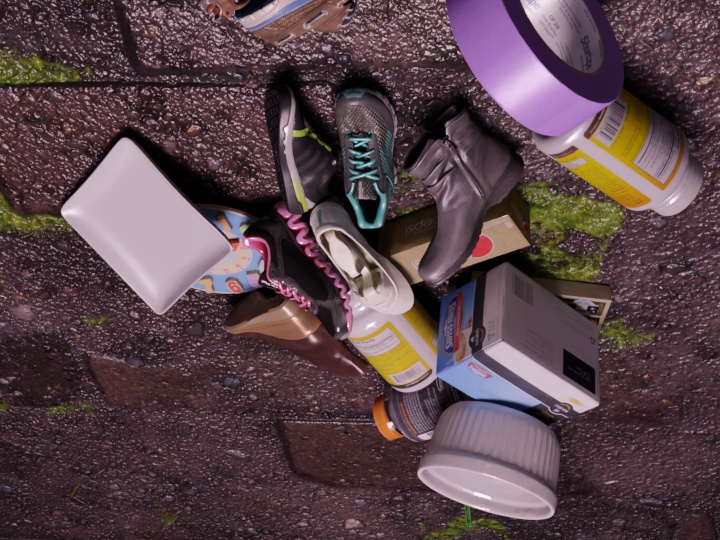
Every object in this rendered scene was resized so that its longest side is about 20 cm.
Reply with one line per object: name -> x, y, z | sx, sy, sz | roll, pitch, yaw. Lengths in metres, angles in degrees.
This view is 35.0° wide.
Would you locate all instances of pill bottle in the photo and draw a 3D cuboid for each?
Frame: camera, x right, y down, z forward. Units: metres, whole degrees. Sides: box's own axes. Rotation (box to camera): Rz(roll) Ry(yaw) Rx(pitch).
pill bottle -> 0.033, 0.070, 1.602 | 0.110, 0.112, 0.200 | -20, 127, 29
pill bottle -> 0.116, 0.194, 1.725 | 0.198, 0.108, 0.106 | -24, 133, 29
pill bottle -> 0.300, -0.142, 1.314 | 0.198, 0.111, 0.109 | 29, 136, -25

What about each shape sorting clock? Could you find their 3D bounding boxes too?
shape sorting clock -> -0.201, -0.025, 1.582 | 0.196, 0.040, 0.202 | 4, 141, 3

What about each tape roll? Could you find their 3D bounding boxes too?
tape roll -> 0.176, -0.238, 1.140 | 0.199, 0.203, 0.065 | 31, 135, -28

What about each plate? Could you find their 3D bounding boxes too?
plate -> -0.281, -0.060, 1.512 | 0.200, 0.032, 0.199 | 46, 132, -8

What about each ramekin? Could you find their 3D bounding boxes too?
ramekin -> 0.185, 0.262, 1.597 | 0.197, 0.107, 0.201 | 16, 157, 7

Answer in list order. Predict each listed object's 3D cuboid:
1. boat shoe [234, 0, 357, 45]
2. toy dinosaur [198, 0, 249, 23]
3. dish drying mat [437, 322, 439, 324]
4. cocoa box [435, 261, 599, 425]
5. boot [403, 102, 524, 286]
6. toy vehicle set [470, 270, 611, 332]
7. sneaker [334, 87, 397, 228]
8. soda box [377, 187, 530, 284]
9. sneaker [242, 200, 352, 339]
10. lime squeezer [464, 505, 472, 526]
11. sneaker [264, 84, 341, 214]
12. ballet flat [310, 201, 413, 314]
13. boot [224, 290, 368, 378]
boat shoe -> -0.039, -0.296, 1.212 | 0.198, 0.073, 0.072 | -12, 144, 37
toy dinosaur -> -0.121, -0.361, 1.132 | 0.135, 0.087, 0.200 | 26, 122, -38
dish drying mat -> 0.136, 0.145, 1.762 | 0.075, 0.018, 0.201 | -8, 138, 15
cocoa box -> 0.217, 0.110, 1.570 | 0.199, 0.135, 0.131 | 32, 138, -29
boot -> 0.097, -0.093, 1.383 | 0.131, 0.070, 0.202 | 32, 90, -29
toy vehicle set -> 0.247, 0.059, 1.634 | 0.196, 0.027, 0.125 | 6, 141, 1
sneaker -> 0.010, -0.130, 1.382 | 0.076, 0.092, 0.202 | -3, 140, 10
soda box -> 0.120, -0.046, 1.493 | 0.197, 0.065, 0.068 | -19, 135, 27
sneaker -> -0.086, 0.012, 1.489 | 0.095, 0.202, 0.079 | -28, 168, -25
lime squeezer -> 0.165, 0.331, 1.953 | 0.037, 0.070, 0.203 | -2, 113, 35
sneaker -> -0.066, -0.154, 1.402 | 0.081, 0.072, 0.202 | -17, 143, -10
ballet flat -> 0.000, 0.000, 1.466 | 0.069, 0.070, 0.201 | -22, 122, 30
boot -> -0.096, 0.104, 1.640 | 0.166, 0.073, 0.199 | 43, 153, -23
